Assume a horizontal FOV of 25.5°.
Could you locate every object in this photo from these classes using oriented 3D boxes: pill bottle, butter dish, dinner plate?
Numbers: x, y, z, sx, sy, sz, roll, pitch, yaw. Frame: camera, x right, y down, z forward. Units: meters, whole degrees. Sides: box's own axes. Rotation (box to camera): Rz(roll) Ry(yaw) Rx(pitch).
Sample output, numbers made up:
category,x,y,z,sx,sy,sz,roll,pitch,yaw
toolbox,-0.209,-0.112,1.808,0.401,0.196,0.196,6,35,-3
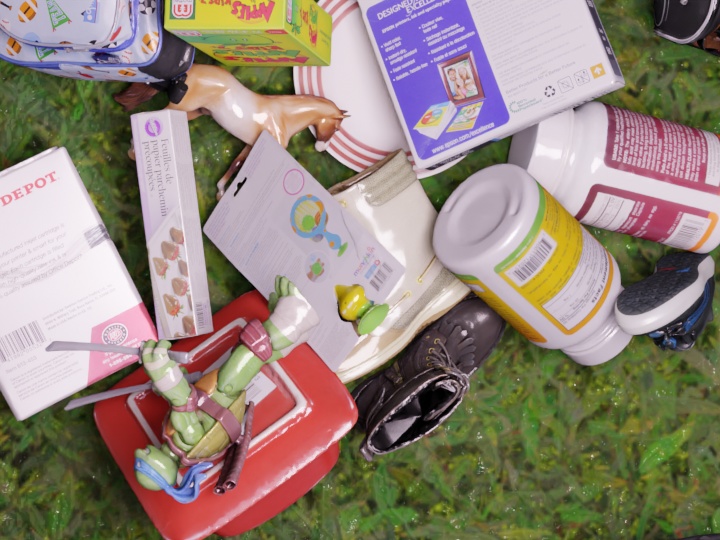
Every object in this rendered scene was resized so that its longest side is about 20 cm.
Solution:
category,x,y,z,sx,sy,sz,roll,pitch,yaw
pill bottle,0.166,0.002,1.447,0.200,0.111,0.111,40,84,-35
butter dish,-0.104,0.154,1.418,0.199,0.200,0.148,-36,138,-6
dinner plate,0.035,-0.185,1.495,0.199,0.024,0.201,0,90,-8
pill bottle,0.244,-0.092,1.484,0.199,0.114,0.115,14,88,-9

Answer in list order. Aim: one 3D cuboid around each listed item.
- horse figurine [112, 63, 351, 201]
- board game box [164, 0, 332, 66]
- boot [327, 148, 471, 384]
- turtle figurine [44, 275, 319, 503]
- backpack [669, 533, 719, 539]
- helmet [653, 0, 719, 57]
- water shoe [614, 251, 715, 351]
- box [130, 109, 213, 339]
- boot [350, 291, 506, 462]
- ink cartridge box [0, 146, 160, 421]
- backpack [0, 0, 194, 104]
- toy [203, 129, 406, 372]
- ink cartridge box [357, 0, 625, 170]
category,x,y,z,sx,sy,sz,roll,pitch,yaw
horse figurine,-0.126,-0.133,1.445,0.199,0.050,0.133,29,104,-8
board game box,-0.092,-0.214,1.373,0.101,0.200,0.048,1,89,10
boot,0.000,0.000,1.456,0.200,0.072,0.155,-38,106,-13
turtle figurine,-0.143,0.071,1.308,0.194,0.144,0.200,-40,52,-18
backpack,0.293,0.362,1.492,0.162,0.154,0.201,-8,70,-11
helmet,0.365,-0.285,1.451,0.199,0.200,0.191,16,102,-9
water shoe,0.291,0.040,1.461,0.071,0.200,0.079,-6,102,29
box,-0.165,-0.040,1.400,0.039,0.041,0.201,-7,92,17
boot,0.071,0.097,1.426,0.200,0.174,0.069,-42,96,-6
ink cartridge box,-0.284,0.010,1.413,0.144,0.084,0.201,-27,96,-8
backpack,-0.246,-0.250,1.376,0.190,0.154,0.201,1,85,24
toy,-0.044,-0.018,1.404,0.200,0.047,0.115,47,113,31
ink cartridge box,0.109,-0.218,1.424,0.197,0.043,0.201,-22,83,20
